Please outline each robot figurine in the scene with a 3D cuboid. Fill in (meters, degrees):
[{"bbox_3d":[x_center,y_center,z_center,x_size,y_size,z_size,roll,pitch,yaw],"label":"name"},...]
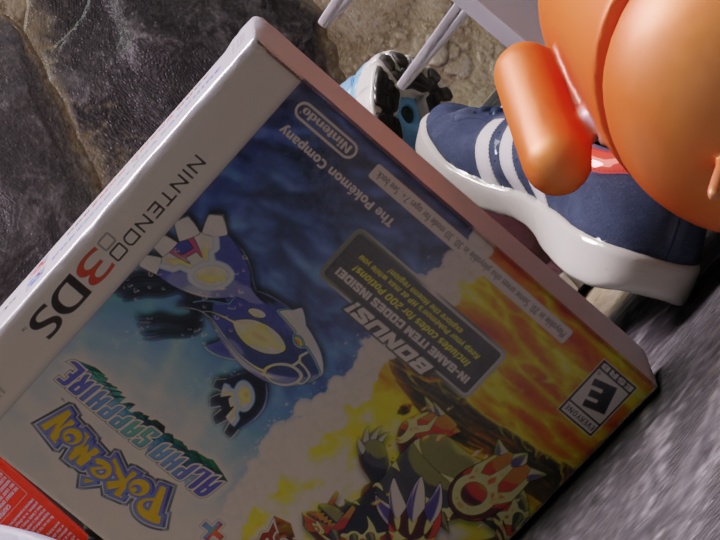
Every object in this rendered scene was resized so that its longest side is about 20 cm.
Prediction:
[{"bbox_3d":[0.128,-0.082,0.869,0.200,0.143,0.117,-112,32,-65],"label":"robot figurine"}]

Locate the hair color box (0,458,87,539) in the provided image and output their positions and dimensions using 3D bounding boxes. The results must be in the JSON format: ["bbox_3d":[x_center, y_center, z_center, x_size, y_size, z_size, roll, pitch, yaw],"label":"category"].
[{"bbox_3d":[-0.121,0.122,1.233,0.061,0.200,0.102,-45,4,41],"label":"hair color box"}]

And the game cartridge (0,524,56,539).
[{"bbox_3d":[-0.161,0.190,1.140,0.200,0.041,0.133,14,77,42],"label":"game cartridge"}]

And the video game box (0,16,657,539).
[{"bbox_3d":[-0.024,0.039,0.905,0.182,0.200,0.047,-47,12,13],"label":"video game box"}]

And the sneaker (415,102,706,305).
[{"bbox_3d":[0.091,-0.055,1.032,0.200,0.075,0.085,36,112,57],"label":"sneaker"}]

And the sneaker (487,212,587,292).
[{"bbox_3d":[0.037,0.009,1.225,0.200,0.115,0.076,-50,3,-32],"label":"sneaker"}]

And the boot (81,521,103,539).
[{"bbox_3d":[-0.058,0.095,1.022,0.068,0.201,0.131,-2,25,17],"label":"boot"}]

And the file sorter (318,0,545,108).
[{"bbox_3d":[0.103,-0.115,1.144,0.139,0.200,0.125,-50,-1,-28],"label":"file sorter"}]

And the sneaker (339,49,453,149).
[{"bbox_3d":[0.007,-0.011,1.298,0.090,0.078,0.201,-19,64,47],"label":"sneaker"}]
